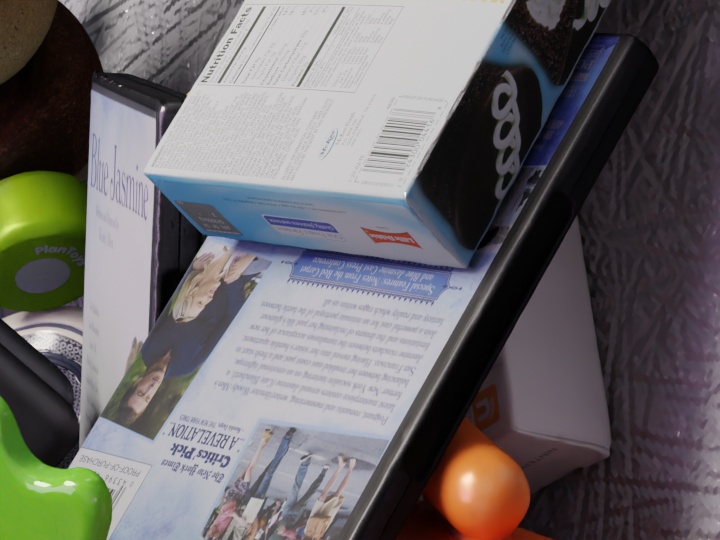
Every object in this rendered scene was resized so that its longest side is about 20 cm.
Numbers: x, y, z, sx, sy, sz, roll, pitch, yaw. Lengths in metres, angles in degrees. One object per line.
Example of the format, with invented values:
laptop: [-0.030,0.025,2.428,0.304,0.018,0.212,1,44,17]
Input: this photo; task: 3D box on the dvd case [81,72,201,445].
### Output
dvd case: [-0.077,0.037,0.977,0.143,0.017,0.201,-152,64,-75]

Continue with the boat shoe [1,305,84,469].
boat shoe: [-0.175,0.093,1.092,0.200,0.075,0.093,-37,10,21]

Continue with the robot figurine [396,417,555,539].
robot figurine: [0.027,0.125,0.811,0.117,0.144,0.200,-41,26,-23]

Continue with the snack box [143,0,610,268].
snack box: [0.027,-0.096,0.857,0.116,0.037,0.201,7,61,46]

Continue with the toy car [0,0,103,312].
toy car: [-0.173,-0.100,1.045,0.200,0.157,0.165,94,162,-54]

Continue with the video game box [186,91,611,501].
video game box: [0.000,0.000,0.950,0.182,0.047,0.201,-34,53,43]

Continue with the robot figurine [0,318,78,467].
robot figurine: [-0.187,0.096,0.968,0.200,0.150,0.125,-47,65,4]

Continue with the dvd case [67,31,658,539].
dvd case: [-0.008,0.012,0.839,0.142,0.018,0.201,8,62,51]

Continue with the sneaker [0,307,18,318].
sneaker: [-0.204,0.029,1.165,0.079,0.130,0.201,-14,71,53]

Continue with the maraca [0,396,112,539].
maraca: [-0.104,0.127,0.801,0.136,0.107,0.201,-2,109,26]
